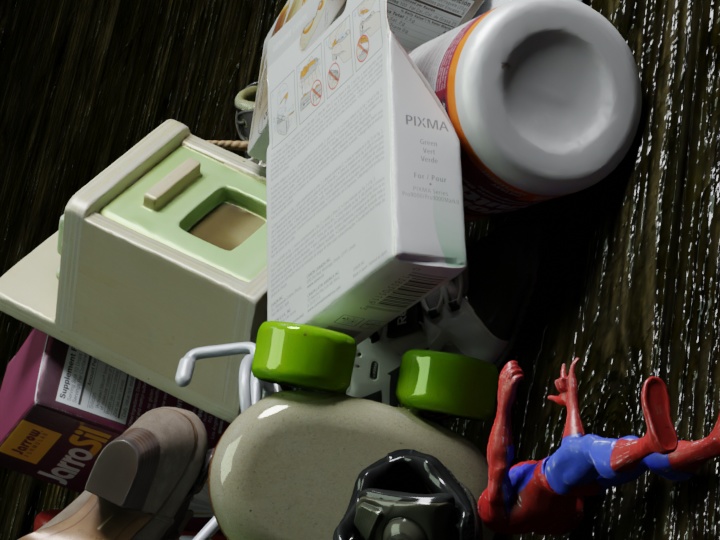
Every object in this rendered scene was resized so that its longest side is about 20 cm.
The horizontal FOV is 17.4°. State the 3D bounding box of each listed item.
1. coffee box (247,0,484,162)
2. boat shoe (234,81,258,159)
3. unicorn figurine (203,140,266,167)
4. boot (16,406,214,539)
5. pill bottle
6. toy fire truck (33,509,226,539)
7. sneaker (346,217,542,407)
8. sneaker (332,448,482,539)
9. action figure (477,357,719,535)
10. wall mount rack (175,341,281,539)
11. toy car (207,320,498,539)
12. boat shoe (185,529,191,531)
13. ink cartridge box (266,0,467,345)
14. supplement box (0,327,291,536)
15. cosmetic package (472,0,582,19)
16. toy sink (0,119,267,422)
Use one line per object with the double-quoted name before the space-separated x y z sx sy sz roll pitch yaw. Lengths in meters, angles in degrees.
"coffee box" 0.005 -0.161 1.505 0.200 0.079 0.115 126 157 -44
"boat shoe" -0.071 -0.129 1.895 0.201 0.066 0.072 -62 19 23
"unicorn figurine" -0.018 -0.129 1.685 0.138 0.074 0.200 -56 -12 14
"boot" -0.158 0.175 1.463 0.200 0.070 0.146 -55 -14 2
"pill bottle" 0.071 -0.086 1.339 0.200 0.109 0.110 -16 55 69
"toy fire truck" -0.169 0.230 1.546 0.168 0.199 0.113 -6 -76 -79
"sneaker" 0.033 0.031 1.365 0.200 0.088 0.074 -51 23 42
"sneaker" 0.028 0.177 1.133 0.114 0.076 0.200 59 -155 -61
"action figure" 0.106 0.069 1.122 0.200 0.065 0.099 139 131 -57
"wall mount rack" -0.071 0.148 1.398 0.200 0.074 0.174 67 -161 -48
"toy car" -0.013 0.126 1.322 0.200 0.157 0.165 147 134 -81
"boat shoe" -0.146 0.214 1.781 0.200 0.057 0.067 -85 -13 -49
"ink cartridge box" -0.002 -0.067 1.308 0.161 0.050 0.201 -37 47 56
"supplement box" -0.144 0.107 1.622 0.110 0.199 0.086 -45 30 52
"cosmetic package" 0.084 -0.173 1.498 0.200 0.051 0.151 148 137 -64
"toy sink" -0.125 -0.013 1.536 0.130 0.199 0.112 -43 -29 -47
